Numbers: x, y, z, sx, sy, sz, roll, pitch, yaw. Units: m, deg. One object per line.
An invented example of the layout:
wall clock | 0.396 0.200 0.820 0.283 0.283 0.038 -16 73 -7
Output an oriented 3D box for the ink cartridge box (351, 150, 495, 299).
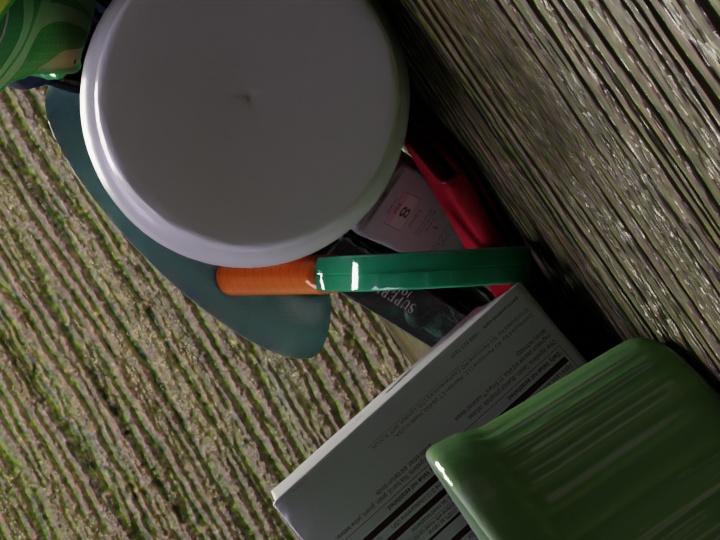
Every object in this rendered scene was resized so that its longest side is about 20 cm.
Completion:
ink cartridge box | -0.004 -0.060 1.269 0.162 0.057 0.200 39 -170 27

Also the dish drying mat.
dish drying mat | 0.070 0.000 1.159 0.077 0.018 0.200 51 176 48

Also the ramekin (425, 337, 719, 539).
ramekin | 0.120 0.122 0.895 0.200 0.097 0.200 54 177 4

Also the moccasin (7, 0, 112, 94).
moccasin | -0.152 -0.122 1.131 0.200 0.080 0.068 5 -126 -55

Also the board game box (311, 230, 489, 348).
board game box | 0.016 0.002 1.279 0.200 0.028 0.135 32 -171 -40

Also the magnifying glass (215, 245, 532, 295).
magnifying glass | 0.000 0.000 1.106 0.199 0.079 0.023 -5 89 52

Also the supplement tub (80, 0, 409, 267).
supplement tub | -0.051 -0.073 1.052 0.141 0.140 0.200 55 178 -4

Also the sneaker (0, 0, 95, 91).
sneaker | -0.146 -0.131 1.047 0.074 0.200 0.084 19 133 20

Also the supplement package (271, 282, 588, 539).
supplement package | 0.076 0.131 1.090 0.200 0.147 0.191 49 176 1

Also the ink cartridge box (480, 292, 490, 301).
ink cartridge box | 0.009 -0.045 1.486 0.201 0.042 0.119 57 177 -6

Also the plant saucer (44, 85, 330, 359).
plant saucer | -0.083 -0.036 1.262 0.200 0.027 0.200 41 -164 -14
